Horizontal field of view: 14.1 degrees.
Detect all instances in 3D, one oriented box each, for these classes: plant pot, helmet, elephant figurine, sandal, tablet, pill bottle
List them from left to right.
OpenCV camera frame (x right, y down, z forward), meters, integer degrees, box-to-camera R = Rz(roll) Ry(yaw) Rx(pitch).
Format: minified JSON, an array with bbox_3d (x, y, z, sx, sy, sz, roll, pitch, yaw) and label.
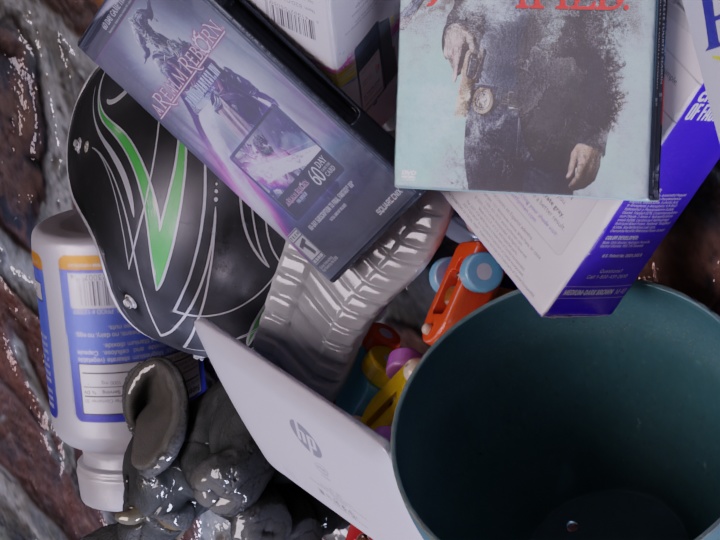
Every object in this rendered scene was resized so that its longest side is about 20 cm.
[{"bbox_3d":[-0.165,0.061,2.034,0.112,0.112,0.201,16,116,53],"label":"pill bottle"},{"bbox_3d":[-0.107,0.122,1.943,0.200,0.155,0.142,9,132,46],"label":"elephant figurine"},{"bbox_3d":[-0.075,-0.049,1.789,0.191,0.199,0.200,64,146,32],"label":"helmet"},{"bbox_3d":[-0.019,0.107,1.671,0.200,0.014,0.130,30,154,48],"label":"tablet"},{"bbox_3d":[-0.006,-0.005,1.692,0.082,0.050,0.203,38,120,9],"label":"sandal"},{"bbox_3d":[0.126,0.122,1.577,0.200,0.200,0.135,46,163,37],"label":"plant pot"}]

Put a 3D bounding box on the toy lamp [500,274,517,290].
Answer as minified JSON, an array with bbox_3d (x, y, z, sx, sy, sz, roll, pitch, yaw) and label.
[{"bbox_3d":[0.064,0.061,1.742,0.058,0.058,0.200,57,142,26],"label":"toy lamp"}]

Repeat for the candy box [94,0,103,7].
[{"bbox_3d":[-0.122,-0.224,1.873,0.116,0.055,0.200,53,149,-13],"label":"candy box"}]

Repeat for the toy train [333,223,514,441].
[{"bbox_3d":[0.039,0.049,1.683,0.151,0.055,0.200,-68,14,-12],"label":"toy train"}]

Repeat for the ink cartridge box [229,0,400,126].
[{"bbox_3d":[-0.040,-0.136,1.596,0.117,0.067,0.200,27,149,23],"label":"ink cartridge box"}]

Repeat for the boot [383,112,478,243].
[{"bbox_3d":[0.043,-0.116,1.705,0.200,0.073,0.096,52,135,19],"label":"boot"}]

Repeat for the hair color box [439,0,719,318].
[{"bbox_3d":[0.134,-0.085,1.529,0.109,0.065,0.200,52,125,31],"label":"hair color box"}]

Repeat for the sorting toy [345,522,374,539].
[{"bbox_3d":[0.045,0.251,1.713,0.199,0.069,0.201,39,119,44],"label":"sorting toy"}]

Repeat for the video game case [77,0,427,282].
[{"bbox_3d":[-0.060,-0.088,1.596,0.200,0.019,0.143,42,152,-2],"label":"video game case"}]

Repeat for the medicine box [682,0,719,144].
[{"bbox_3d":[0.254,-0.098,1.353,0.182,0.103,0.201,-16,90,57],"label":"medicine box"}]

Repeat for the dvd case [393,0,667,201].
[{"bbox_3d":[0.087,-0.138,1.486,0.145,0.022,0.201,5,94,25],"label":"dvd case"}]
